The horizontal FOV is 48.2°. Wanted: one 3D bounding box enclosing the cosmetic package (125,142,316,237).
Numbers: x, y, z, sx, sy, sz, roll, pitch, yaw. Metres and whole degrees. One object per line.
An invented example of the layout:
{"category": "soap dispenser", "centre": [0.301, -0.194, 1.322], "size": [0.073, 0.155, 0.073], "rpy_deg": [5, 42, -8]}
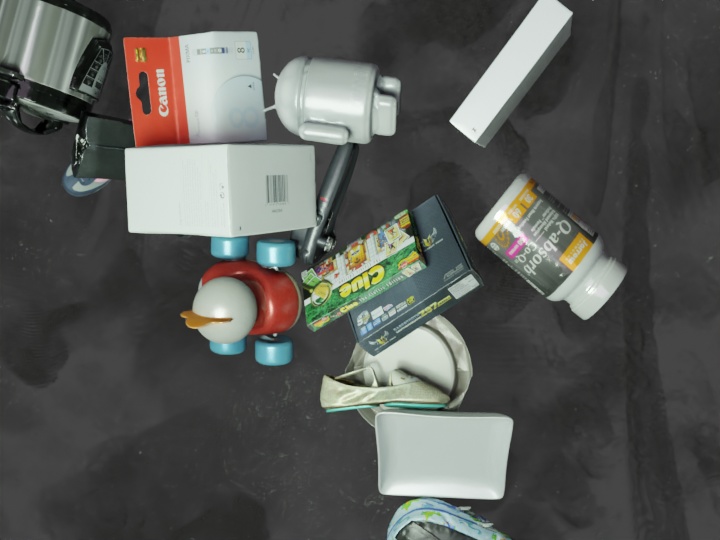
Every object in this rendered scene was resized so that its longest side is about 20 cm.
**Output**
{"category": "cosmetic package", "centre": [-0.197, -0.119, 1.158], "size": [0.196, 0.198, 0.126], "rpy_deg": [2, 98, 32]}

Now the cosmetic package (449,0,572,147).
{"category": "cosmetic package", "centre": [0.208, -0.266, 1.100], "size": [0.051, 0.151, 0.201], "rpy_deg": [38, 103, 5]}

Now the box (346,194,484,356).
{"category": "box", "centre": [0.065, 0.006, 1.173], "size": [0.198, 0.051, 0.160], "rpy_deg": [-33, 46, 15]}

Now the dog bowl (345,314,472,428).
{"category": "dog bowl", "centre": [0.076, 0.149, 1.229], "size": [0.195, 0.059, 0.205], "rpy_deg": [2, 97, 13]}

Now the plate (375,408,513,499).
{"category": "plate", "centre": [0.122, 0.269, 1.200], "size": [0.194, 0.033, 0.203], "rpy_deg": [1, 131, 5]}

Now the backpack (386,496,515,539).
{"category": "backpack", "centre": [0.131, 0.435, 1.221], "size": [0.196, 0.154, 0.166], "rpy_deg": [20, 107, -12]}

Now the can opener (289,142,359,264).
{"category": "can opener", "centre": [-0.051, -0.104, 1.223], "size": [0.077, 0.063, 0.204], "rpy_deg": [25, 102, 9]}

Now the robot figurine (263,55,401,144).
{"category": "robot figurine", "centre": [-0.040, -0.249, 1.170], "size": [0.195, 0.172, 0.114], "rpy_deg": [7, 139, 6]}

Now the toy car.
{"category": "toy car", "centre": [-0.201, 0.051, 1.193], "size": [0.173, 0.199, 0.189], "rpy_deg": [9, 101, 27]}

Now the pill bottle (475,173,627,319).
{"category": "pill bottle", "centre": [0.268, -0.032, 1.133], "size": [0.199, 0.116, 0.117], "rpy_deg": [40, 104, 5]}

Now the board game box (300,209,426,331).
{"category": "board game box", "centre": [0.000, 0.000, 1.175], "size": [0.198, 0.023, 0.106], "rpy_deg": [-31, 47, 19]}

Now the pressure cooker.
{"category": "pressure cooker", "centre": [-0.483, -0.309, 1.230], "size": [0.177, 0.174, 0.205], "rpy_deg": [15, 89, 49]}

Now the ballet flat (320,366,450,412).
{"category": "ballet flat", "centre": [0.033, 0.173, 1.181], "size": [0.195, 0.067, 0.064], "rpy_deg": [-4, 81, 12]}

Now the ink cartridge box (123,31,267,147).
{"category": "ink cartridge box", "centre": [-0.241, -0.269, 1.197], "size": [0.196, 0.047, 0.164], "rpy_deg": [-9, 98, -29]}

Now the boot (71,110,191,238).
{"category": "boot", "centre": [-0.336, -0.140, 1.215], "size": [0.065, 0.197, 0.169], "rpy_deg": [7, 92, 43]}

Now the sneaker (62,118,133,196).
{"category": "sneaker", "centre": [-0.412, -0.184, 1.285], "size": [0.198, 0.082, 0.071], "rpy_deg": [-33, 89, 15]}
